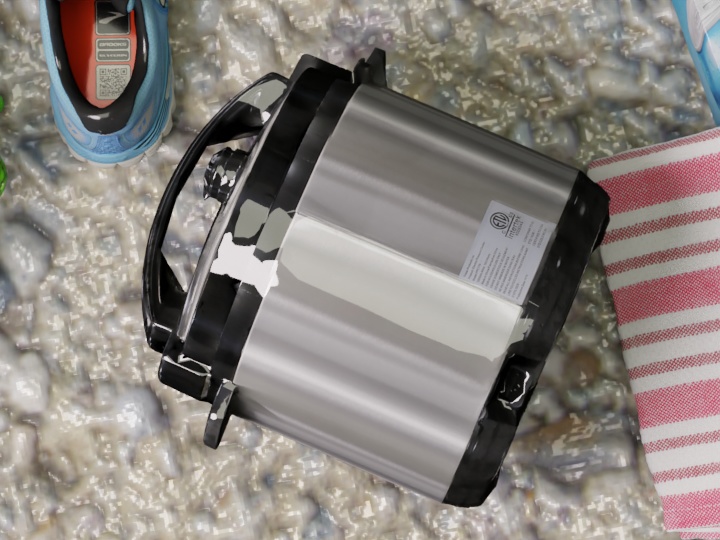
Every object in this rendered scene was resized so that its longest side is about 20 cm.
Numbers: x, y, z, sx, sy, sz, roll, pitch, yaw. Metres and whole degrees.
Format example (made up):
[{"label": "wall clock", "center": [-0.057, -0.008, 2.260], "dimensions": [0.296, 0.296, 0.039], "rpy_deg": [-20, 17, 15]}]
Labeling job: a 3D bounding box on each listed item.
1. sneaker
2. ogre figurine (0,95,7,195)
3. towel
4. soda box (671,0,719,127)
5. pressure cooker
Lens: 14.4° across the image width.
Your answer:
[{"label": "sneaker", "center": [-0.123, -0.153, 1.395], "dimensions": [0.078, 0.090, 0.201], "rpy_deg": [-7, 87, -2]}, {"label": "ogre figurine", "center": [-0.220, -0.041, 1.374], "dimensions": [0.098, 0.120, 0.201], "rpy_deg": [20, 88, -1]}, {"label": "towel", "center": [0.190, 0.028, 1.384], "dimensions": [0.146, 0.030, 0.201], "rpy_deg": [-11, 92, 41]}, {"label": "soda box", "center": [0.213, -0.074, 1.410], "dimensions": [0.064, 0.068, 0.201], "rpy_deg": [-21, 89, -1]}, {"label": "pressure cooker", "center": [0.001, -0.002, 1.346], "dimensions": [0.199, 0.176, 0.179], "rpy_deg": [22, 116, 2]}]
